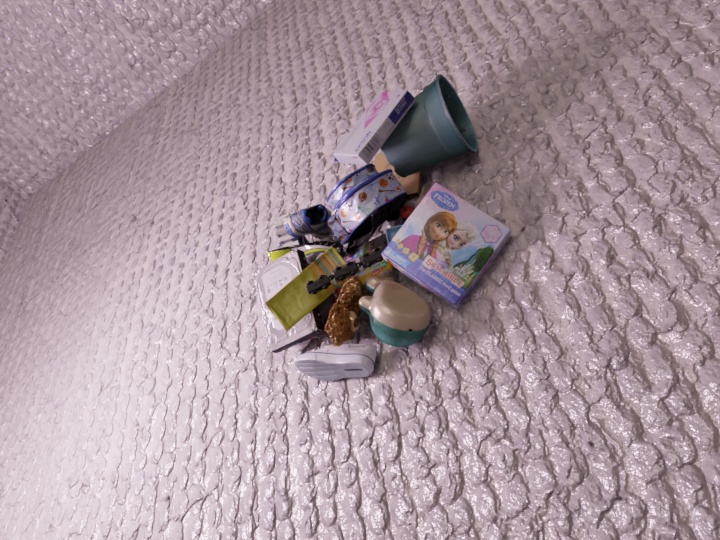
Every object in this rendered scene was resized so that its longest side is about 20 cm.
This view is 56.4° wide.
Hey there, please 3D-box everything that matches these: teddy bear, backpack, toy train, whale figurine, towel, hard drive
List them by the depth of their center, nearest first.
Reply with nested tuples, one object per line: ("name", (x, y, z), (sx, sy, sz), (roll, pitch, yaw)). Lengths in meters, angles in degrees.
("whale figurine", (0.066, 0.084, 1.411), (0.200, 0.156, 0.105), (-126, 42, -56))
("teddy bear", (-0.022, 0.088, 1.459), (0.066, 0.200, 0.147), (19, 93, 5))
("toy train", (-0.028, 0.001, 1.463), (0.197, 0.046, 0.035), (-27, 83, -3))
("towel", (-0.112, 0.038, 1.484), (0.199, 0.018, 0.086), (-40, 72, -10))
("hard drive", (-0.168, 0.070, 1.534), (0.138, 0.038, 0.203), (-25, 68, 24))
("toy train", (0.153, -0.111, 1.535), (0.114, 0.085, 0.202), (10, 63, 35))
("backpack", (0.017, -0.159, 1.568), (0.199, 0.155, 0.190), (-39, 3, -25))

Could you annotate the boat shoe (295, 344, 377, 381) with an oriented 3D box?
("boat shoe", (-0.048, 0.195, 1.461), (0.197, 0.074, 0.067), (-1, 40, 31))

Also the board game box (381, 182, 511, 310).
("board game box", (0.180, -0.054, 1.413), (0.199, 0.041, 0.201), (34, 80, 21))

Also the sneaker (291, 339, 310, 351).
("sneaker", (-0.147, 0.085, 1.609), (0.077, 0.099, 0.203), (-22, 42, 40))

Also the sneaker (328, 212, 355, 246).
("sneaker", (-0.049, -0.115, 1.699), (0.080, 0.086, 0.202), (31, 91, 54))

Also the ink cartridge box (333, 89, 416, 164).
("ink cartridge box", (0.019, -0.345, 1.617), (0.198, 0.043, 0.199), (-54, 28, -8))

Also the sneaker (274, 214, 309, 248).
("sneaker", (-0.164, -0.038, 1.758), (0.079, 0.115, 0.203), (-11, 78, 12))

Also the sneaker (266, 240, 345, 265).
("sneaker", (-0.130, -0.025, 1.661), (0.196, 0.083, 0.074), (-7, 10, 13))

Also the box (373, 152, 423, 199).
("box", (0.094, -0.252, 1.758), (0.161, 0.021, 0.202), (-15, 46, 32))

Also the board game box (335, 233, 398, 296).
("board game box", (0.000, 0.000, 1.607), (0.198, 0.034, 0.136), (-24, 42, 26))

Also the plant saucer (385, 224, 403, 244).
("plant saucer", (0.155, -0.082, 1.467), (0.196, 0.019, 0.071), (-14, 58, 8))

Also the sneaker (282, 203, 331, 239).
("sneaker", (-0.105, -0.129, 1.716), (0.085, 0.199, 0.078), (-31, 82, 33))

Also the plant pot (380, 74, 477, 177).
("plant pot", (0.155, -0.337, 1.636), (0.194, 0.200, 0.203), (-24, 42, 25))

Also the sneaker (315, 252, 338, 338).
("sneaker", (-0.079, 0.061, 1.564), (0.080, 0.077, 0.204), (5, 81, 6))
